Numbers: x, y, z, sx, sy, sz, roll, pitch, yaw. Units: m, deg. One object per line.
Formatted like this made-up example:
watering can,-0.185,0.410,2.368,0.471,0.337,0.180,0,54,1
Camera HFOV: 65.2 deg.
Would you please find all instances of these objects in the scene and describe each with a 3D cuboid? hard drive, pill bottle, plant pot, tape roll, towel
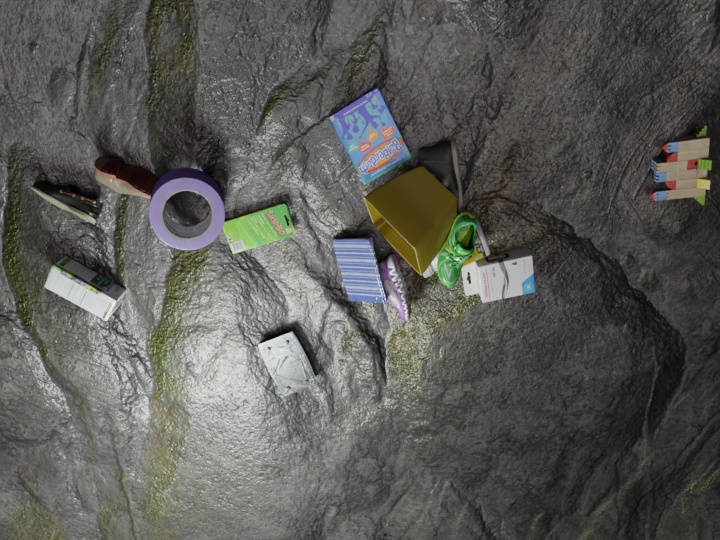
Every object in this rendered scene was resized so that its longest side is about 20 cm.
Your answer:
hard drive,-0.223,0.285,1.753,0.131,0.043,0.204,-20,111,8
pill bottle,0.254,-0.057,1.574,0.196,0.112,0.113,-25,111,11
plant pot,0.147,-0.145,1.472,0.176,0.200,0.200,-43,69,-4
tape roll,-0.465,-0.165,1.517,0.194,0.085,0.205,-8,120,-13
towel,0.000,0.000,1.614,0.142,0.024,0.205,2,117,37

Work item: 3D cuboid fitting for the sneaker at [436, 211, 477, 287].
sneaker,0.252,-0.051,1.472,0.072,0.084,0.205,12,108,-7

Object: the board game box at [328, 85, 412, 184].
board game box,0.027,-0.354,1.486,0.149,0.045,0.203,-28,111,11

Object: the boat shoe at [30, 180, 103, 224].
boat shoe,-0.804,-0.198,1.547,0.197,0.074,0.064,24,76,1

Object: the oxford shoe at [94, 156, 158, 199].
oxford shoe,-0.625,-0.239,1.537,0.196,0.072,0.075,27,142,-16

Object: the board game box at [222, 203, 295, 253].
board game box,-0.287,-0.120,1.594,0.194,0.030,0.098,-15,112,9

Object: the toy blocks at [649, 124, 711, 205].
toy blocks,0.844,-0.273,1.502,0.132,0.100,0.206,-4,114,14

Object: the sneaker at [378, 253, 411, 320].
sneaker,0.090,0.056,1.644,0.086,0.081,0.205,-16,107,14

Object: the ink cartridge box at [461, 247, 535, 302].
ink cartridge box,0.396,0.018,1.627,0.194,0.068,0.119,-12,112,6

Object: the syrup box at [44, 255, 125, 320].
syrup box,-0.797,0.052,1.638,0.197,0.079,0.082,31,109,-12

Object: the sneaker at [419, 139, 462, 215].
sneaker,0.218,-0.242,1.525,0.103,0.075,0.206,-8,104,9
